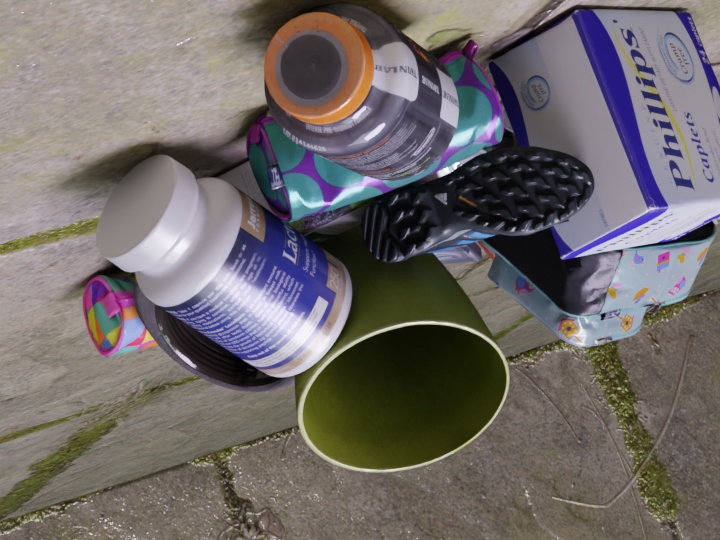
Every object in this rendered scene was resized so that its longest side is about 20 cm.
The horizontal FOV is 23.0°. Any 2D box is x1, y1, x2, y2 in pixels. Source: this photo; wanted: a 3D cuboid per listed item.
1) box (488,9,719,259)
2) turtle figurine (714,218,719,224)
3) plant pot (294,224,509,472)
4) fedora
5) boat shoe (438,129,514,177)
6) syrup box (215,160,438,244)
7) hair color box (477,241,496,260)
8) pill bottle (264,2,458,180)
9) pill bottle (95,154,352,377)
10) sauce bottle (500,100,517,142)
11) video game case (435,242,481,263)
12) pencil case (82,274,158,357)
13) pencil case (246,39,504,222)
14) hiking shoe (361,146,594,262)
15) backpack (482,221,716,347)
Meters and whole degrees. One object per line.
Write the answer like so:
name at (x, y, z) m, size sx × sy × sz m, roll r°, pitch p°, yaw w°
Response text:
box at (0.232, -0.121, 1.534) m, size 0.105 × 0.185 × 0.200 m, roll -27°, pitch 169°, yaw 39°
turtle figurine at (0.349, -0.117, 1.943) m, size 0.144 × 0.201 × 0.194 m, roll 15°, pitch -158°, yaw 39°
plant pot at (0.016, 0.043, 1.575) m, size 0.186 × 0.200 × 0.188 m, roll -9°, pitch 135°, yaw -9°
fedora at (-0.118, 0.029, 1.683) m, size 0.176 × 0.091 × 0.200 m, roll 0°, pitch 142°, yaw 23°
boat shoe at (0.089, -0.106, 1.656) m, size 0.073 × 0.067 × 0.200 m, roll -30°, pitch 167°, yaw 40°
syrup box at (-0.042, -0.071, 1.537) m, size 0.199 × 0.082 × 0.079 m, roll -26°, pitch 168°, yaw 19°
hair color box at (0.186, -0.046, 1.902) m, size 0.111 × 0.064 × 0.200 m, roll -43°, pitch -171°, yaw 3°
pill bottle at (-0.003, -0.126, 1.242) m, size 0.106 × 0.107 × 0.200 m, roll -23°, pitch 170°, yaw 14°
pill bottle at (-0.111, -0.004, 1.436) m, size 0.115 × 0.116 × 0.200 m, roll -27°, pitch 134°, yaw 33°
sauce bottle at (0.178, -0.139, 1.675) m, size 0.065 × 0.065 × 0.200 m, roll -24°, pitch 171°, yaw 19°
video game case at (0.029, -0.019, 1.972) m, size 0.199 × 0.019 × 0.143 m, roll -3°, pitch 173°, yaw 10°
pencil case at (-0.178, 0.030, 1.776) m, size 0.199 × 0.089 × 0.088 m, roll -13°, pitch 168°, yaw -35°
pencil case at (0.011, -0.110, 1.421) m, size 0.199 × 0.093 × 0.085 m, roll -21°, pitch -157°, yaw -9°
hiking shoe at (0.100, -0.060, 1.477) m, size 0.199 × 0.075 × 0.087 m, roll -12°, pitch -178°, yaw 18°
backpack at (0.231, -0.024, 1.695) m, size 0.199 × 0.176 × 0.154 m, roll -14°, pitch 128°, yaw -35°
